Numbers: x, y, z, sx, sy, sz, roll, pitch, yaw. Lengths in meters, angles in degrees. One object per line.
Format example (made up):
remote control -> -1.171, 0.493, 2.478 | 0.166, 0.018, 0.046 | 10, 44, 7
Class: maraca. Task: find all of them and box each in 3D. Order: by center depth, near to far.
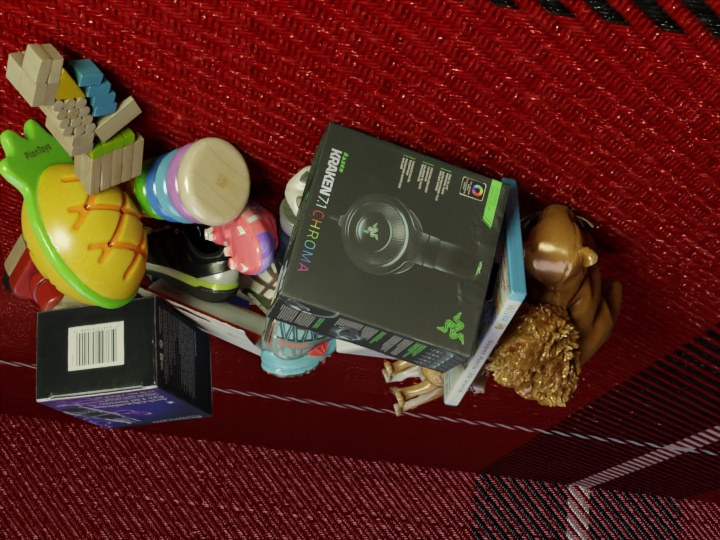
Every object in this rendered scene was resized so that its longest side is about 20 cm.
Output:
maraca -> -0.280, -0.054, 1.126 | 0.106, 0.202, 0.137 | -28, -170, 20

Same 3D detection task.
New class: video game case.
video game case -> 0.121, 0.025, 1.174 | 0.018, 0.145, 0.201 | 10, 141, -11

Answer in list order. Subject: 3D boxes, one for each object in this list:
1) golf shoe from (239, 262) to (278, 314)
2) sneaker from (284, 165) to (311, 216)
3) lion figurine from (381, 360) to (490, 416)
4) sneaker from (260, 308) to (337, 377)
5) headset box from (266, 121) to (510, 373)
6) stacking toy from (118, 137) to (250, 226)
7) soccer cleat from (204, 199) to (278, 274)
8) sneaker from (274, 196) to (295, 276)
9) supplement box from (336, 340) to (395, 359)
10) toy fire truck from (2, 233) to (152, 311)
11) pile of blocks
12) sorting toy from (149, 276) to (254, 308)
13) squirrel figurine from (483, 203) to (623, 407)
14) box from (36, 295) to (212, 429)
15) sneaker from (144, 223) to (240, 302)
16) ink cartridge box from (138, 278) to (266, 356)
golf shoe -> -0.113, 0.025, 1.469 | 0.197, 0.090, 0.077 | 11, 169, -8
sneaker -> 0.019, -0.064, 1.192 | 0.197, 0.082, 0.083 | 17, 178, -9
lion figurine -> 0.091, 0.117, 1.343 | 0.121, 0.073, 0.200 | -21, 176, -5
sneaker -> -0.044, 0.046, 1.378 | 0.078, 0.097, 0.200 | 13, -148, 29
headset box -> 0.033, -0.016, 1.087 | 0.197, 0.177, 0.093 | 19, 163, -8
stacking toy -> -0.203, -0.083, 1.183 | 0.198, 0.087, 0.085 | -3, 162, 45
soccer cleat -> -0.113, -0.043, 1.213 | 0.075, 0.068, 0.200 | -8, -166, -18
sneaker -> 0.000, -0.001, 1.281 | 0.199, 0.078, 0.147 | 18, 140, 2
supplement box -> 0.062, 0.050, 1.394 | 0.102, 0.103, 0.199 | -12, 167, 35
toy fire truck -> -0.321, 0.031, 1.407 | 0.175, 0.129, 0.200 | 22, -159, -41
pile of blocks -> -0.251, -0.150, 1.029 | 0.062, 0.082, 0.201 | 46, 167, 25
sorting toy -> -0.260, 0.040, 1.608 | 0.198, 0.071, 0.198 | -6, 159, 36
squirrel figurine -> 0.201, 0.036, 1.212 | 0.139, 0.202, 0.187 | 13, 152, 13
box -> -0.269, 0.112, 1.344 | 0.146, 0.106, 0.200 | -8, 162, 10
sneaker -> -0.218, -0.033, 1.381 | 0.198, 0.084, 0.072 | 22, -158, 18
ink cartridge box -> -0.180, 0.045, 1.387 | 0.160, 0.051, 0.200 | 22, 168, 12
